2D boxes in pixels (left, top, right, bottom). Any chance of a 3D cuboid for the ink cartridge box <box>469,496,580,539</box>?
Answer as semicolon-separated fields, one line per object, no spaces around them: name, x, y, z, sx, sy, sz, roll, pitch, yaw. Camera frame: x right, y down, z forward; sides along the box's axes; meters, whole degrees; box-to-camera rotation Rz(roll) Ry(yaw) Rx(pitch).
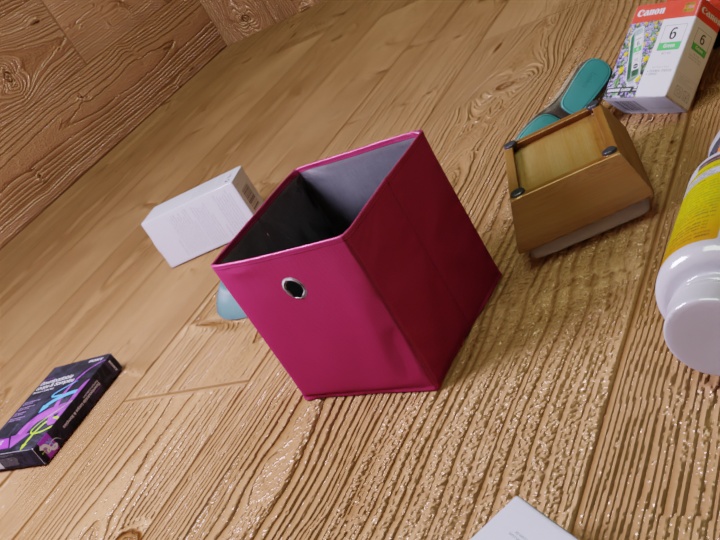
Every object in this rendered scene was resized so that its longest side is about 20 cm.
ink cartridge box;0.092;0.259;0.591;0.200;0.041;0.200;-38;24;-13

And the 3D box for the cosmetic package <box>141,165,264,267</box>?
cosmetic package;-0.274;-0.094;1.645;0.200;0.102;0.071;-22;25;21

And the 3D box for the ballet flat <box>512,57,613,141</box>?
ballet flat;0.265;-0.192;1.227;0.200;0.070;0.065;-47;-13;-9

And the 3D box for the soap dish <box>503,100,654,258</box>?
soap dish;0.241;-0.110;1.072;0.157;0.081;0.200;-24;24;18

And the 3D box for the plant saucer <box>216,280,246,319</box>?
plant saucer;-0.139;-0.005;1.390;0.200;0.036;0.200;-26;25;13

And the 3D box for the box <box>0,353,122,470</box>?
box;-0.457;0.208;1.367;0.143;0.036;0.200;-15;28;34

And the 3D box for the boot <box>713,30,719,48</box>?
boot;0.502;-0.374;1.274;0.198;0.073;0.163;-6;36;33

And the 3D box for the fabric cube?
fabric cube;0.000;0.000;1.009;0.196;0.200;0.200;-10;32;39

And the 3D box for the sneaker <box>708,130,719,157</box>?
sneaker;0.440;-0.136;0.883;0.200;0.078;0.112;-29;23;7

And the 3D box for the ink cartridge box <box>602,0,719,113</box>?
ink cartridge box;0.394;-0.300;1.179;0.109;0.050;0.200;15;83;59

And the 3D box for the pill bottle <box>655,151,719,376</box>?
pill bottle;0.308;-0.009;0.761;0.109;0.109;0.200;-12;31;39
